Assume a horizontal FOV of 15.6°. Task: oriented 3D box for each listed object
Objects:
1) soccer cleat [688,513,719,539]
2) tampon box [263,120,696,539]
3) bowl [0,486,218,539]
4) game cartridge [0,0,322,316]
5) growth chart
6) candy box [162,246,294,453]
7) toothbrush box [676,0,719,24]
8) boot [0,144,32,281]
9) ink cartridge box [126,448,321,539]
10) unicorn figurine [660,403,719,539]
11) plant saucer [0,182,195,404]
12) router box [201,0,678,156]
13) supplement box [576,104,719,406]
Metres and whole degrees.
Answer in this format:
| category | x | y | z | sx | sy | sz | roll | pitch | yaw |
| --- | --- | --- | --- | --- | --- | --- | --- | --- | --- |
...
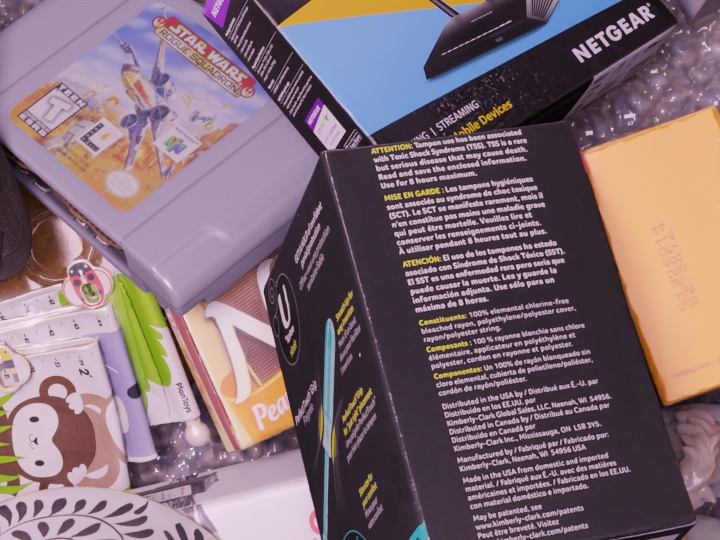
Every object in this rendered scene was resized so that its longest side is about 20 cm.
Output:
| category | x | y | z | sx | sy | sz | roll | pitch | yaw |
| --- | --- | --- | --- | --- | --- | --- | --- | --- | --- |
| soccer cleat | 0.246 | 0.186 | 1.352 | 0.200 | 0.069 | 0.078 | 40 | 70 | 3 |
| tampon box | 0.048 | 0.058 | 1.204 | 0.125 | 0.150 | 0.201 | -7 | 67 | -18 |
| bowl | -0.136 | 0.211 | 1.248 | 0.199 | 0.094 | 0.202 | 0 | 97 | 0 |
| game cartridge | -0.108 | -0.075 | 1.330 | 0.133 | 0.042 | 0.200 | -42 | 60 | -17 |
| growth chart | -0.178 | 0.077 | 1.354 | 0.199 | 0.018 | 0.145 | -23 | 110 | 6 |
| candy box | 0.000 | 0.000 | 1.349 | 0.199 | 0.055 | 0.116 | -24 | 88 | -11 |
| toothbrush box | 0.161 | -0.239 | 1.332 | 0.085 | 0.146 | 0.201 | -30 | 88 | 0 |
| boot | -0.252 | -0.064 | 1.331 | 0.150 | 0.073 | 0.201 | -29 | 83 | 42 |
| ink cartridge box | -0.084 | 0.183 | 1.335 | 0.199 | 0.083 | 0.146 | -13 | 97 | 0 |
| unicorn figurine | 0.153 | 0.094 | 1.280 | 0.199 | 0.137 | 0.074 | -23 | 92 | -44 |
| plant saucer | -0.158 | -0.013 | 1.380 | 0.199 | 0.035 | 0.202 | 0 | 87 | 1 |
| router box | 0.042 | -0.127 | 1.320 | 0.200 | 0.051 | 0.149 | -34 | 78 | -33 |
| supplement box | 0.158 | -0.005 | 1.291 | 0.073 | 0.200 | 0.127 | -20 | 88 | 4 |
